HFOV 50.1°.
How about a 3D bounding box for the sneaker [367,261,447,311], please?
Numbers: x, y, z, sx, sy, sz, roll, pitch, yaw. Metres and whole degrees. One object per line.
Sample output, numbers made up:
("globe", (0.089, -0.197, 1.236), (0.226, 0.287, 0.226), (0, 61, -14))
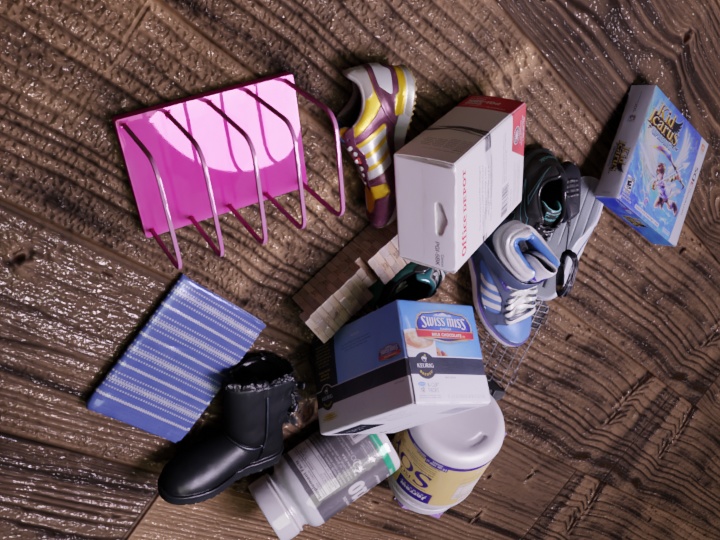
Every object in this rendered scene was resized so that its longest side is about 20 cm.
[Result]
("sneaker", (0.095, -0.009, 1.046), (0.200, 0.080, 0.071), (-42, 131, -4))

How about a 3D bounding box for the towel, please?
("towel", (-0.225, 0.114, 0.953), (0.145, 0.024, 0.200), (35, 93, -40))

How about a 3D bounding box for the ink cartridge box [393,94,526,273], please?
("ink cartridge box", (0.126, -0.112, 0.952), (0.200, 0.083, 0.147), (-42, 138, -43))

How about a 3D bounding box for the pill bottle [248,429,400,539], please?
("pill bottle", (-0.053, 0.293, 1.112), (0.200, 0.113, 0.113), (-32, 130, -13))

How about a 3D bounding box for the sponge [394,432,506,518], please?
("sponge", (0.156, 0.337, 1.333), (0.112, 0.030, 0.200), (33, 96, -42))

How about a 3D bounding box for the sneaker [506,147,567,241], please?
("sneaker", (0.245, -0.072, 1.107), (0.075, 0.079, 0.200), (-4, 119, -20))

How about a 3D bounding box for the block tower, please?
("block tower", (0.000, 0.000, 1.008), (0.200, 0.058, 0.054), (-44, 132, -6))

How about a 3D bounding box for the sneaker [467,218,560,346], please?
("sneaker", (0.221, 0.024, 1.069), (0.081, 0.146, 0.200), (-24, 104, -20))

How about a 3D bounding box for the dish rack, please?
("dish rack", (0.208, 0.114, 1.218), (0.153, 0.055, 0.200), (15, 106, -40))

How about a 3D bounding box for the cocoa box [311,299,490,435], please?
("cocoa box", (0.046, 0.131, 1.005), (0.133, 0.131, 0.200), (7, 156, -36))

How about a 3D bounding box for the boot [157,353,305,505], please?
("boot", (-0.167, 0.202, 0.998), (0.198, 0.073, 0.163), (-15, 131, -37))

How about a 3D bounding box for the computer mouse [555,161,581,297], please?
("computer mouse", (0.291, -0.061, 1.121), (0.034, 0.059, 0.200), (5, 82, -17))

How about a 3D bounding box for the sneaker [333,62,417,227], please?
("sneaker", (0.007, -0.146, 0.919), (0.090, 0.075, 0.200), (-5, 113, -22))

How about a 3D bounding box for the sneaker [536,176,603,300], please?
("sneaker", (0.315, -0.050, 1.188), (0.200, 0.073, 0.071), (-65, 161, 8))

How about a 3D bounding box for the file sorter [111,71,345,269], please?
("file sorter", (-0.130, -0.103, 0.810), (0.200, 0.125, 0.139), (-21, 127, -22))

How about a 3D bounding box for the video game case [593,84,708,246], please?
("video game case", (0.451, -0.156, 1.183), (0.200, 0.045, 0.182), (26, 81, -41))

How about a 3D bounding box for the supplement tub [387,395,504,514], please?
("supplement tub", (0.121, 0.269, 1.165), (0.145, 0.145, 0.200), (-15, 145, -26))
